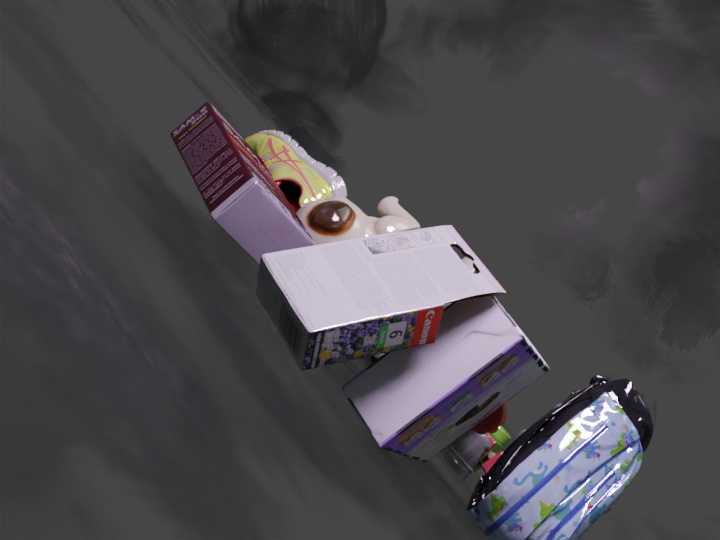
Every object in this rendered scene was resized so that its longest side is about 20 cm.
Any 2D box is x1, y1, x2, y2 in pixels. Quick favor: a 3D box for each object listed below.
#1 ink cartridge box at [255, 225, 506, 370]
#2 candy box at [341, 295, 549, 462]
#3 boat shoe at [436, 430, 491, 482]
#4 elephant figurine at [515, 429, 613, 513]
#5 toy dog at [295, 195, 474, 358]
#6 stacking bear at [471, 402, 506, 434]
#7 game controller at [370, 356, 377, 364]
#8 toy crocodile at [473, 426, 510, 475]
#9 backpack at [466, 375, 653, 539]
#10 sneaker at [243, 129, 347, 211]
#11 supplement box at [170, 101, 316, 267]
[{"bbox_3d":[0.018,0.020,1.123,0.109,0.199,0.051,55,-36,41],"label":"ink cartridge box"},{"bbox_3d":[0.089,0.106,1.227,0.072,0.167,0.200,54,4,19],"label":"candy box"},{"bbox_3d":[0.122,0.194,1.497,0.072,0.068,0.200,50,4,3],"label":"boat shoe"},{"bbox_3d":[0.211,0.282,1.457,0.141,0.200,0.155,36,-23,8],"label":"elephant figurine"},{"bbox_3d":[0.000,0.000,1.438,0.200,0.194,0.139,41,-38,-9],"label":"toy dog"},{"bbox_3d":[0.127,0.118,1.439,0.200,0.120,0.115,-4,91,-71],"label":"stacking bear"},{"bbox_3d":[0.083,0.133,1.559,0.104,0.042,0.200,13,-16,35],"label":"game controller"},{"bbox_3d":[0.176,0.250,1.599,0.200,0.067,0.062,54,6,26],"label":"toy crocodile"},{"bbox_3d":[0.207,0.222,1.326,0.155,0.199,0.163,63,-25,11],"label":"backpack"},{"bbox_3d":[-0.114,-0.134,1.762,0.199,0.090,0.079,31,-42,35],"label":"sneaker"},{"bbox_3d":[-0.126,-0.086,1.310,0.109,0.061,0.200,47,5,-37],"label":"supplement box"}]
